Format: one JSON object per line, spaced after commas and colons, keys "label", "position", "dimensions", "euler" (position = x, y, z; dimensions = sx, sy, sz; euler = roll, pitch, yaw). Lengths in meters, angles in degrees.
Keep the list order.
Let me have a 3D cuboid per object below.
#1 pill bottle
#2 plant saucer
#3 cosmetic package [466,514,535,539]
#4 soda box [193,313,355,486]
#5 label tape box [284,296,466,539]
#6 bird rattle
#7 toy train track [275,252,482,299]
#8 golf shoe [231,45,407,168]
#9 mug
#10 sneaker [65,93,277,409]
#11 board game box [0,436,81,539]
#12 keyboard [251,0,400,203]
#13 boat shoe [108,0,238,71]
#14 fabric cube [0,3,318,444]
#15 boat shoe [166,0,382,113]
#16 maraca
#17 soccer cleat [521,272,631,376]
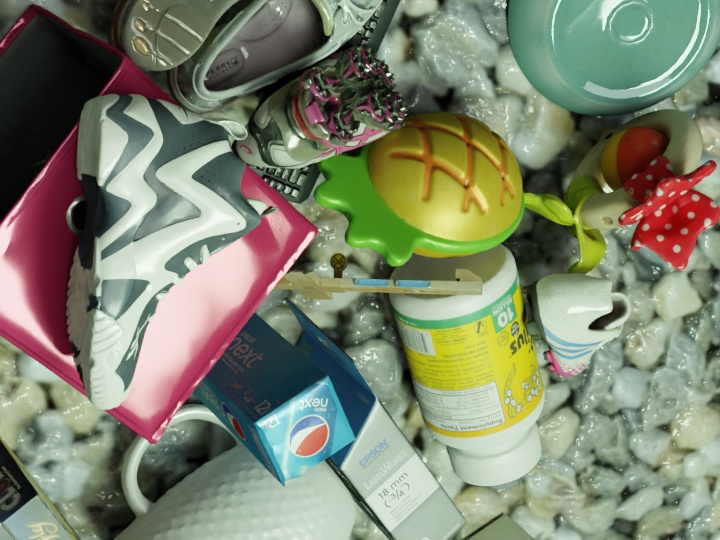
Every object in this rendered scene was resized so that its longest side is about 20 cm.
{"label": "pill bottle", "position": [0.099, 0.083, 1.430], "dimensions": [0.112, 0.113, 0.202], "euler": [-26, 119, -19]}
{"label": "plant saucer", "position": [0.225, -0.215, 1.391], "dimensions": [0.197, 0.036, 0.202], "euler": [-4, 122, -7]}
{"label": "cosmetic package", "position": [0.092, 0.335, 1.538], "dimensions": [0.199, 0.087, 0.104], "euler": [-32, 122, -16]}
{"label": "soda box", "position": [-0.084, 0.085, 1.271], "dimensions": [0.067, 0.200, 0.065], "euler": [-32, 122, -15]}
{"label": "label tape box", "position": [-0.009, 0.135, 1.369], "dimensions": [0.063, 0.144, 0.201], "euler": [-40, 123, -8]}
{"label": "bird rattle", "position": [0.229, -0.080, 1.405], "dimensions": [0.112, 0.199, 0.164], "euler": [41, 58, -18]}
{"label": "toy train track", "position": [0.000, 0.000, 1.330], "dimensions": [0.197, 0.115, 0.033], "euler": [2, 80, 8]}
{"label": "golf shoe", "position": [-0.031, -0.123, 1.265], "dimensions": [0.073, 0.091, 0.200], "euler": [66, 26, -1]}
{"label": "mug", "position": [-0.111, 0.203, 1.351], "dimensions": [0.175, 0.148, 0.201], "euler": [-40, 93, -17]}
{"label": "sneaker", "position": [-0.116, -0.010, 1.049], "dimensions": [0.128, 0.079, 0.202], "euler": [0, 98, -23]}
{"label": "board game box", "position": [-0.231, 0.222, 1.279], "dimensions": [0.034, 0.135, 0.201], "euler": [-37, 122, -12]}
{"label": "keyboard", "position": [-0.036, -0.154, 1.305], "dimensions": [0.103, 0.040, 0.202], "euler": [20, 97, -35]}
{"label": "boat shoe", "position": [-0.114, -0.225, 1.215], "dimensions": [0.200, 0.072, 0.076], "euler": [-43, 115, -22]}
{"label": "fabric cube", "position": [-0.190, -0.035, 1.164], "dimensions": [0.197, 0.200, 0.199], "euler": [-51, 125, -4]}
{"label": "boat shoe", "position": [-0.053, -0.184, 1.235], "dimensions": [0.201, 0.065, 0.075], "euler": [-33, 107, -20]}
{"label": "maraca", "position": [0.051, -0.065, 1.332], "dimensions": [0.199, 0.137, 0.107], "euler": [-19, 149, -39]}
{"label": "soccer cleat", "position": [0.198, 0.049, 1.442], "dimensions": [0.200, 0.085, 0.071], "euler": [41, 43, -70]}
